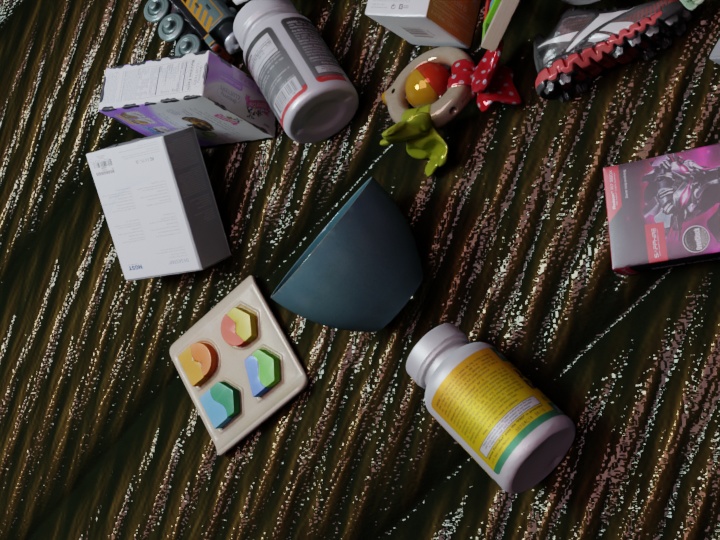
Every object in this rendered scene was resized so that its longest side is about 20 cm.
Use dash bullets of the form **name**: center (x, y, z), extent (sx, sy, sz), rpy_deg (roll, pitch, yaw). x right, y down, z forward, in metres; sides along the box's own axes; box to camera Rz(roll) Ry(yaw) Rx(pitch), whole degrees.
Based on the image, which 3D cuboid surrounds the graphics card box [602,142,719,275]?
- **graphics card box**: center (0.376, -0.071, 1.248), extent (0.200, 0.051, 0.126), rpy_deg (-9, 76, 31)

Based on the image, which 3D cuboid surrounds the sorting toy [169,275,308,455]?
- **sorting toy**: center (-0.182, 0.134, 1.590), extent (0.185, 0.036, 0.200), rpy_deg (-40, 62, 21)

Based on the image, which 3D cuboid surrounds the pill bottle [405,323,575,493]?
- **pill bottle**: center (0.148, 0.157, 1.320), extent (0.200, 0.113, 0.113), rpy_deg (44, 106, 32)

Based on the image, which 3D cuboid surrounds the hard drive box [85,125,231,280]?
- **hard drive box**: center (-0.297, -0.096, 1.637), extent (0.156, 0.077, 0.200), rpy_deg (-7, 104, 32)

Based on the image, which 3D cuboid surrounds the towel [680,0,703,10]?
- **towel**: center (0.414, -0.407, 1.276), extent (0.200, 0.023, 0.153), rpy_deg (-42, 50, 14)

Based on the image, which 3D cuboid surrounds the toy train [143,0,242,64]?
- **toy train**: center (-0.250, -0.384, 1.710), extent (0.114, 0.085, 0.200), rpy_deg (-43, 60, 9)

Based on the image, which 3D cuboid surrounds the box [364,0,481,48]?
- **box**: center (0.098, -0.407, 1.452), extent (0.097, 0.124, 0.200), rpy_deg (12, 88, 34)

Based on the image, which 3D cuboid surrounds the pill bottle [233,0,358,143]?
- **pill bottle**: center (-0.095, -0.286, 1.564), extent (0.114, 0.114, 0.200), rpy_deg (-41, 61, 21)

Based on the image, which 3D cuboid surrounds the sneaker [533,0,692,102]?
- **sneaker**: center (0.291, -0.284, 1.331), extent (0.200, 0.071, 0.098), rpy_deg (-25, 69, 28)

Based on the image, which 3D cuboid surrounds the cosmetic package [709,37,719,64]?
- **cosmetic package**: center (0.471, -0.293, 1.191), extent (0.102, 0.074, 0.200), rpy_deg (29, 100, 0)

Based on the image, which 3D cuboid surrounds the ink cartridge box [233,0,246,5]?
- **ink cartridge box**: center (-0.086, -0.459, 1.564), extent (0.200, 0.144, 0.084), rpy_deg (-15, 110, 31)

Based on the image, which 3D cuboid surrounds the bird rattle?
- **bird rattle**: center (0.101, -0.233, 1.437), extent (0.200, 0.113, 0.163), rpy_deg (-49, 43, 13)

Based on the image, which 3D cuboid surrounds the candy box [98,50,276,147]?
- **candy box**: center (-0.247, -0.243, 1.622), extent (0.200, 0.168, 0.072), rpy_deg (-2, 74, 32)

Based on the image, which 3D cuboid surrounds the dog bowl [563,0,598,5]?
- **dog bowl**: center (0.287, -0.402, 1.320), extent (0.200, 0.059, 0.200), rpy_deg (-35, 36, 31)

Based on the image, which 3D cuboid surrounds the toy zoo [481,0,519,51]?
- **toy zoo**: center (0.186, -0.382, 1.372), extent (0.131, 0.020, 0.200), rpy_deg (114, 169, -48)

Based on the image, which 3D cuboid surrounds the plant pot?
- **plant pot**: center (0.000, 0.000, 1.421), extent (0.135, 0.200, 0.200), rpy_deg (40, 107, -4)
